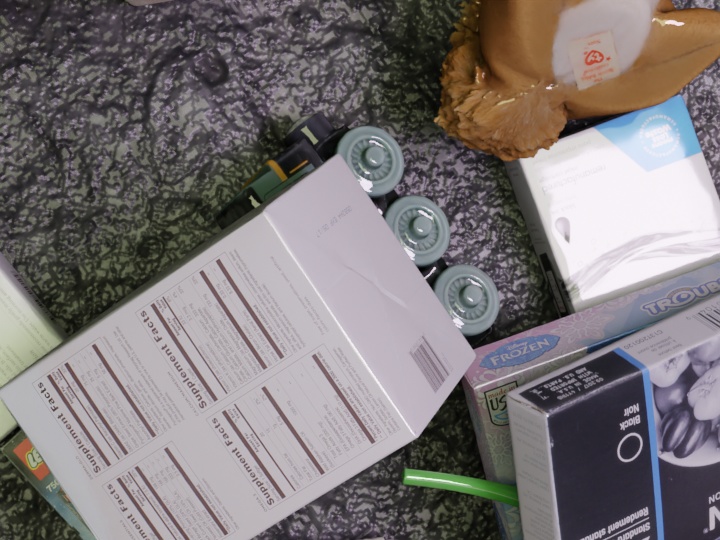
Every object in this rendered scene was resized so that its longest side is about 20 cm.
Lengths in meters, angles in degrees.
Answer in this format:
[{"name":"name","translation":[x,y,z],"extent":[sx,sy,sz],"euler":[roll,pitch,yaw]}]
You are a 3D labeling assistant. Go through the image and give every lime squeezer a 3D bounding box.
[{"name":"lime squeezer","translation":[0.113,0.157,1.302],"extent":[0.200,0.070,0.038],"euler":[41,43,-32]}]

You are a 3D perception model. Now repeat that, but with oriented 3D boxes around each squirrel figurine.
[{"name":"squirrel figurine","translation":[0.110,-0.170,1.312],"extent":[0.141,0.187,0.200],"euler":[25,119,-28]}]

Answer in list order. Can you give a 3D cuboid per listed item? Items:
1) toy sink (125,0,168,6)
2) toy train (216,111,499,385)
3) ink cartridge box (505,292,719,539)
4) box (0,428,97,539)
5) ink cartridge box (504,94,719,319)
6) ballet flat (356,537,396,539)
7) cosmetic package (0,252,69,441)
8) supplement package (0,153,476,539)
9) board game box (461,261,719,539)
[{"name":"toy sink","translation":[-0.105,-0.239,1.268],"extent":[0.111,0.200,0.131],"euler":[-9,90,3]},{"name":"toy train","translation":[0.000,0.000,1.330],"extent":[0.114,0.085,0.200],"euler":[-35,91,-25]},{"name":"ink cartridge box","translation":[0.184,0.125,1.265],"extent":[0.197,0.043,0.201],"euler":[-23,123,-24]},{"name":"box","translation":[-0.109,0.095,1.351],"extent":[0.200,0.040,0.137],"euler":[-42,95,-5]},{"name":"ink cartridge box","translation":[0.182,0.001,1.368],"extent":[0.115,0.067,0.201],"euler":[-21,92,-5]},{"name":"ballet flat","translation":[0.031,0.207,1.349],"extent":[0.199,0.069,0.070],"euler":[18,88,16]},{"name":"cosmetic package","translation":[-0.277,0.082,1.315],"extent":[0.200,0.081,0.113],"euler":[-40,93,-4]},{"name":"supplement package","translation":[-0.067,0.060,1.226],"extent":[0.200,0.152,0.151],"euler":[-33,94,21]},{"name":"board game box","translation":[0.176,0.110,1.334],"extent":[0.199,0.043,0.200],"euler":[-19,121,-6]}]
